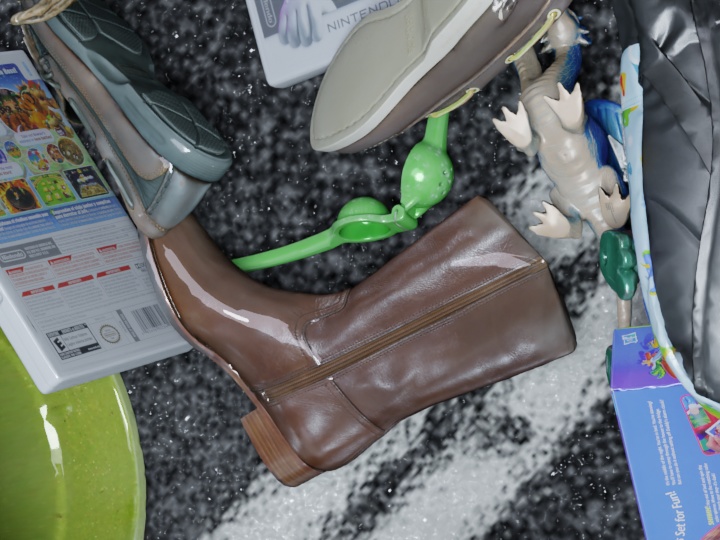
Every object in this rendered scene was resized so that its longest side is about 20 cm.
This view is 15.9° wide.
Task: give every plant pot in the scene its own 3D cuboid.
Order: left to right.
[{"bbox_3d":[-0.249,0.116,1.414,0.189,0.200,0.201,-17,83,26],"label":"plant pot"}]

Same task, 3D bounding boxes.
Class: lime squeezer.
[{"bbox_3d":[0.005,-0.048,1.417,0.200,0.038,0.071,-46,78,9],"label":"lime squeezer"}]

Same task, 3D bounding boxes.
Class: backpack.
[{"bbox_3d":[0.194,-0.026,1.155,0.162,0.154,0.201,-3,70,5],"label":"backpack"}]

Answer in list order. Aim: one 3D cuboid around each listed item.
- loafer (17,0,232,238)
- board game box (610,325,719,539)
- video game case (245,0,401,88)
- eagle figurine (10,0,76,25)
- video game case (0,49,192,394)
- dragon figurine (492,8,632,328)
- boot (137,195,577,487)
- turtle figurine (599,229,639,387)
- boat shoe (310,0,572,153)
[{"bbox_3d":[-0.144,-0.095,1.413,0.063,0.072,0.200,-55,48,16],"label":"loafer"},{"bbox_3d":[0.207,0.110,1.291,0.134,0.045,0.200,-5,130,13],"label":"board game box"},{"bbox_3d":[0.001,-0.222,1.407,0.181,0.023,0.201,-19,82,30],"label":"video game case"},{"bbox_3d":[-0.118,-0.242,1.387,0.150,0.152,0.201,9,119,-4],"label":"eagle figurine"},{"bbox_3d":[-0.179,-0.031,1.410,0.018,0.143,0.200,-38,79,28],"label":"video game case"},{"bbox_3d":[0.120,-0.057,1.373,0.059,0.099,0.200,-25,94,21],"label":"dragon figurine"},{"bbox_3d":[0.000,0.000,1.381,0.200,0.064,0.187,-30,98,25],"label":"boot"},{"bbox_3d":[0.225,0.013,1.321,0.199,0.101,0.150,-9,90,-8],"label":"turtle figurine"},{"bbox_3d":[0.038,-0.112,1.348,0.059,0.200,0.072,14,58,-25],"label":"boat shoe"}]
